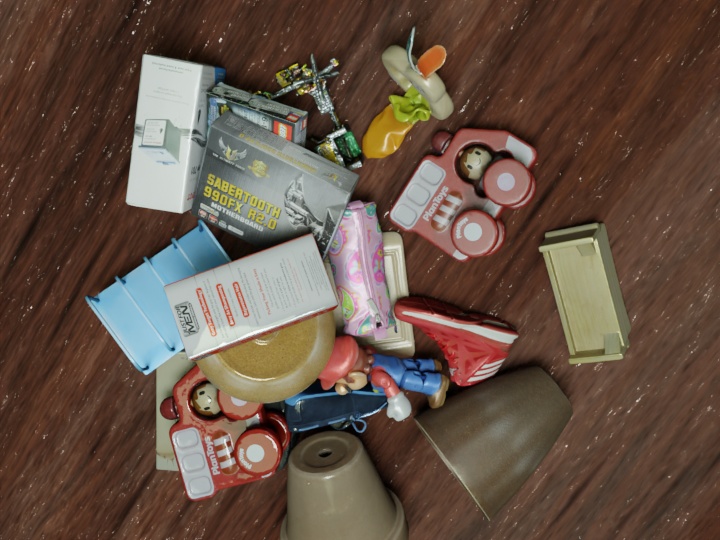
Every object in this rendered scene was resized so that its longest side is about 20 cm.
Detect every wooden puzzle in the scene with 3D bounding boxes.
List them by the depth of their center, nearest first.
[{"bbox_3d":[-0.017,0.048,1.154,0.185,0.037,0.200,-7,98,2],"label":"wooden puzzle"}]

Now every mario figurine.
[{"bbox_3d":[0.019,0.160,1.090,0.200,0.123,0.106,14,78,-16],"label":"mario figurine"}]

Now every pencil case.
[{"bbox_3d":[0.000,0.000,1.083,0.087,0.087,0.200,-9,92,4],"label":"pencil case"}]

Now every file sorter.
[{"bbox_3d":[-0.270,0.037,1.074,0.200,0.123,0.139,-36,92,-13],"label":"file sorter"}]

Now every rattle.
[{"bbox_3d":[0.047,-0.230,0.996,0.143,0.200,0.130,-28,99,4],"label":"rattle"}]

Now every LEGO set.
[{"bbox_3d":[-0.079,-0.192,1.054,0.153,0.116,0.200,-16,102,6],"label":"LEGO set"}]

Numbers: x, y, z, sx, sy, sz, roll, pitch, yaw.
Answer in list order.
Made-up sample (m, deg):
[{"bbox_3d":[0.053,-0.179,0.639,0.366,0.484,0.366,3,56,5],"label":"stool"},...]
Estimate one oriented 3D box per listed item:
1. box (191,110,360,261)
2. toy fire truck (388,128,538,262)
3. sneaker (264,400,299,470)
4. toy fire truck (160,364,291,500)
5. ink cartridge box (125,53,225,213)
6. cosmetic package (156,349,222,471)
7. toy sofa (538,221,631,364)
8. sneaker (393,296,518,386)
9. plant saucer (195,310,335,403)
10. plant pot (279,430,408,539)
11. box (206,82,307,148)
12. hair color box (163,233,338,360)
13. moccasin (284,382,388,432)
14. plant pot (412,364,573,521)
[{"bbox_3d":[-0.118,-0.101,1.006,0.200,0.048,0.159,26,133,0],"label":"box"},{"bbox_3d":[0.153,-0.117,1.078,0.168,0.112,0.200,34,102,13],"label":"toy fire truck"},{"bbox_3d":[-0.142,0.216,1.185,0.091,0.076,0.200,1,94,8],"label":"sneaker"},{"bbox_3d":[-0.201,0.221,1.084,0.168,0.112,0.200,-16,93,3],"label":"toy fire truck"},{"bbox_3d":[-0.257,-0.192,1.046,0.086,0.146,0.200,10,104,0],"label":"ink cartridge box"},{"bbox_3d":[-0.265,0.212,1.182,0.103,0.073,0.200,3,102,1],"label":"cosmetic package"},{"bbox_3d":[0.339,0.032,1.121,0.083,0.098,0.200,-11,104,30],"label":"toy sofa"},{"bbox_3d":[0.133,0.117,1.133,0.200,0.078,0.116,16,104,-10],"label":"sneaker"},{"bbox_3d":[-0.131,0.078,1.009,0.200,0.035,0.201,1,80,-8],"label":"plant saucer"},{"bbox_3d":[-0.036,0.343,1.128,0.200,0.200,0.175,-9,111,4],"label":"plant pot"},{"bbox_3d":[-0.149,-0.148,1.048,0.137,0.040,0.200,20,132,13],"label":"box"},{"bbox_3d":[-0.138,0.035,0.960,0.200,0.061,0.102,-19,84,-6],"label":"hair color box"},{"bbox_3d":[-0.037,0.207,1.134,0.200,0.080,0.068,4,96,-38],"label":"moccasin"},{"bbox_3d":[0.213,0.238,1.129,0.200,0.187,0.187,-37,100,-4],"label":"plant pot"}]
